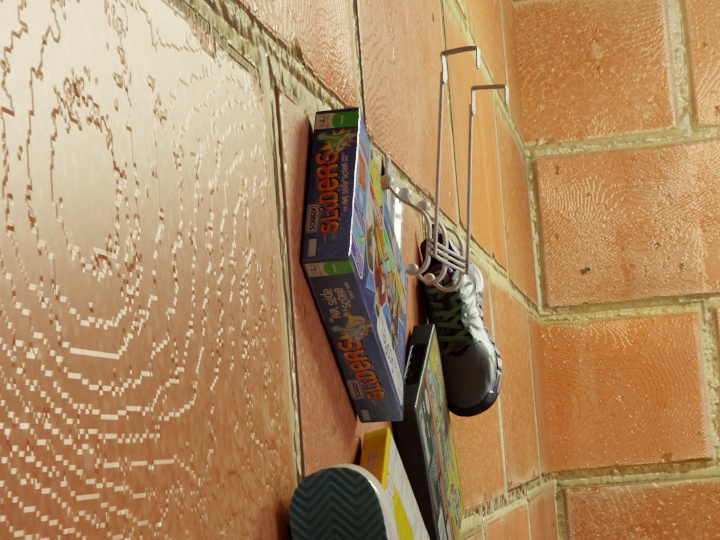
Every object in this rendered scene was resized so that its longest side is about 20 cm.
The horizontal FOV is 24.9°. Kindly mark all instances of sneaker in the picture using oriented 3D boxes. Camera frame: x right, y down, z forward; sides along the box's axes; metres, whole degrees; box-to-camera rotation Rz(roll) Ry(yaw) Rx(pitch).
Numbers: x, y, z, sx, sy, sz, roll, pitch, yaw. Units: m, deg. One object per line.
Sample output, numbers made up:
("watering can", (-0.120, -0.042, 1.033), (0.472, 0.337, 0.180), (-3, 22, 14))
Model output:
("sneaker", (0.085, 0.048, 1.594), (0.201, 0.074, 0.088), (-98, 161, -44))
("sneaker", (0.001, 0.215, 0.968), (0.081, 0.076, 0.202), (17, 70, -81))

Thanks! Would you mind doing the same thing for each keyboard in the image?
("keyboard", (0.025, -0.010, 1.412), (0.056, 0.011, 0.201), (66, 20, -46))

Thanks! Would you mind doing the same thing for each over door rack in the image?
("over door rack", (0.070, -0.089, 1.450), (0.148, 0.066, 0.202), (23, 79, -73))

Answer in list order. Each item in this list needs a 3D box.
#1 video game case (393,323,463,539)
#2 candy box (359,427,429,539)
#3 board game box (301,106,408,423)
("video game case", (0.063, 0.176, 1.481), (0.181, 0.025, 0.202), (-69, 152, -67))
("candy box", (0.021, 0.198, 1.149), (0.200, 0.026, 0.103), (-78, 152, -71))
("board game box", (0.000, 0.000, 1.179), (0.201, 0.034, 0.136), (73, 16, -50))
